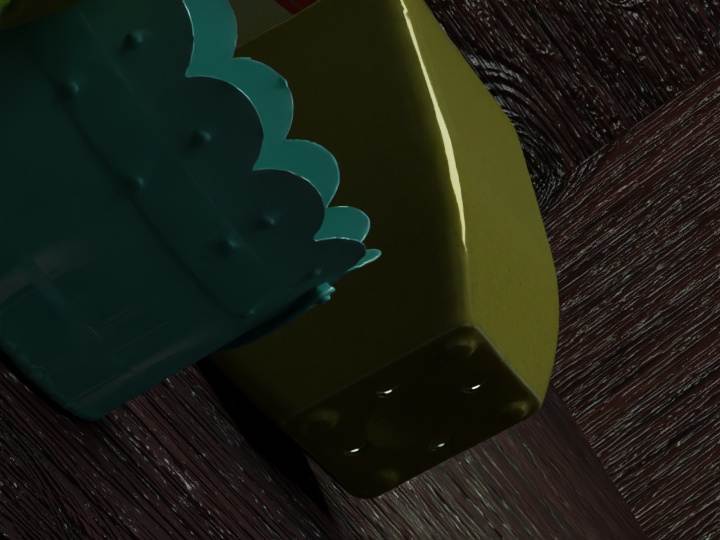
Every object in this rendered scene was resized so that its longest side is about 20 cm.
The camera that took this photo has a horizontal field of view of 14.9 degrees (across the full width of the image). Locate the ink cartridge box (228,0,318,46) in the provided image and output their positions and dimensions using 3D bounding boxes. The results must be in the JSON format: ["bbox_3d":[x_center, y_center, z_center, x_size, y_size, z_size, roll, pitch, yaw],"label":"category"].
[{"bbox_3d":[-0.079,-0.182,1.564,0.083,0.199,0.146,32,46,-42],"label":"ink cartridge box"}]

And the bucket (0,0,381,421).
[{"bbox_3d":[-0.101,-0.050,1.094,0.208,0.134,0.207,55,6,-8],"label":"bucket"}]

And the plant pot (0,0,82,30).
[{"bbox_3d":[-0.183,-0.186,0.974,0.200,0.181,0.199,51,7,-41],"label":"plant pot"}]

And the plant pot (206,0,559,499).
[{"bbox_3d":[0.000,0.000,1.475,0.196,0.193,0.201,48,17,-54],"label":"plant pot"}]
